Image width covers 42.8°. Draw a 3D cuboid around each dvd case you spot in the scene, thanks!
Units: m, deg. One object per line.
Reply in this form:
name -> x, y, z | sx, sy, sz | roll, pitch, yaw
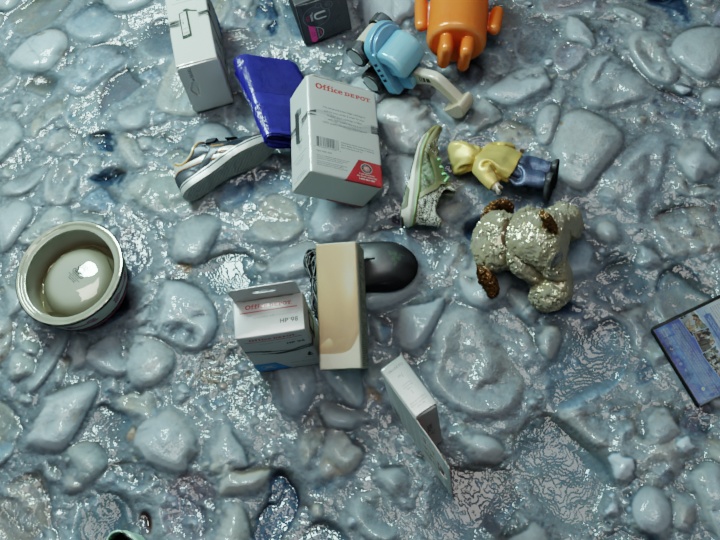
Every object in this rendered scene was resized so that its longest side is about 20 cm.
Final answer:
dvd case -> 0.582, 0.111, 1.453 | 0.198, 0.018, 0.144 | -25, 64, -2

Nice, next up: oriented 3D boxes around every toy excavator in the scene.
toy excavator -> 0.096, -0.368, 1.691 | 0.199, 0.195, 0.100 | 23, 68, 48

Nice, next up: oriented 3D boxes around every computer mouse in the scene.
computer mouse -> 0.000, 0.000, 1.573 | 0.197, 0.053, 0.140 | -12, 64, 3

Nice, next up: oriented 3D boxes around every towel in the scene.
towel -> -0.151, -0.312, 1.715 | 0.146, 0.050, 0.202 | 0, 57, -39

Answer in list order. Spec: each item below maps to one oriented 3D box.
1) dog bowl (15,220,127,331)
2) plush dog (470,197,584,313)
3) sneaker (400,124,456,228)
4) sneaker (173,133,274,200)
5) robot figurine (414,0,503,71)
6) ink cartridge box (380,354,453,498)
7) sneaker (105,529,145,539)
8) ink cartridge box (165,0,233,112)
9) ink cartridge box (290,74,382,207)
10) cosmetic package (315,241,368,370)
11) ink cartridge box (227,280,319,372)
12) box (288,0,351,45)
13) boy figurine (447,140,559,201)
dog bowl -> -0.504, 0.017, 1.632 | 0.197, 0.074, 0.203 | -4, 65, 8
plush dog -> 0.260, -0.045, 1.517 | 0.170, 0.160, 0.202 | -2, 63, 33
sneaker -> 0.129, -0.160, 1.624 | 0.087, 0.077, 0.203 | 14, 75, 4
sneaker -> -0.256, -0.213, 1.696 | 0.198, 0.079, 0.080 | -29, 67, -5
robot figurine -> 0.186, -0.476, 1.728 | 0.142, 0.116, 0.203 | -11, 62, 35
ink cartridge box -> 0.101, 0.236, 1.369 | 0.043, 0.201, 0.174 | -33, 65, -9
sneaker -> -0.316, 0.474, 1.371 | 0.074, 0.119, 0.200 | -41, 67, -12
ink cartridge box -> -0.310, -0.432, 1.766 | 0.083, 0.146, 0.202 | -14, 65, 0
ink cartridge box -> -0.045, -0.230, 1.633 | 0.143, 0.084, 0.203 | 10, 63, -27
cosmetic package -> -0.029, 0.061, 1.492 | 0.070, 0.105, 0.203 | -3, 82, 6
ink cartridge box -> -0.135, 0.093, 1.470 | 0.114, 0.200, 0.068 | -9, 64, 5
box -> -0.099, -0.570, 1.809 | 0.105, 0.123, 0.202 | -19, 64, -1
boy figurine -> 0.243, -0.178, 1.606 | 0.197, 0.065, 0.125 | 14, 49, 16
